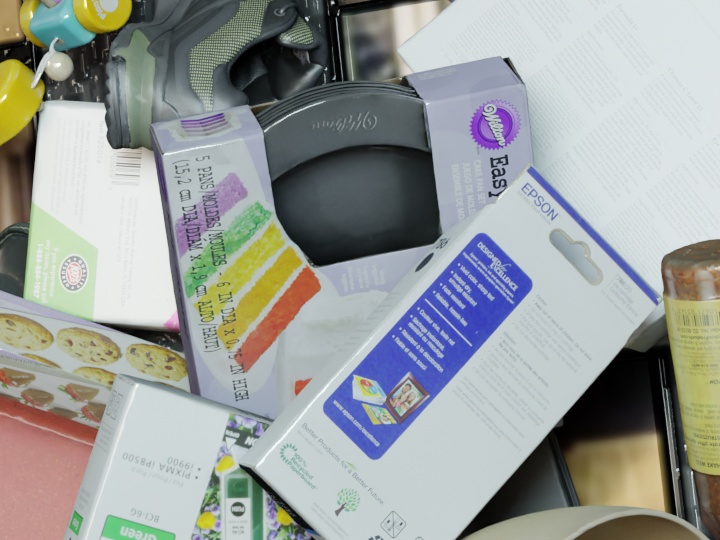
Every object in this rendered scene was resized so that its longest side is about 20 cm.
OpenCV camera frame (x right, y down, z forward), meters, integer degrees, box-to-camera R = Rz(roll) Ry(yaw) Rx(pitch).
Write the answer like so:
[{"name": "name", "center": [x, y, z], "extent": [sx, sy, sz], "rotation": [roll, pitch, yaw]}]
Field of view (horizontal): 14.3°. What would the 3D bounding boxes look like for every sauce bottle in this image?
[{"name": "sauce bottle", "center": [0.189, 0.085, 1.405], "extent": [0.066, 0.066, 0.200], "rotation": [-4, 102, 17]}]

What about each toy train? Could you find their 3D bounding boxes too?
[{"name": "toy train", "center": [-0.195, -0.126, 1.526], "extent": [0.056, 0.150, 0.200], "rotation": [38, 104, -27]}]

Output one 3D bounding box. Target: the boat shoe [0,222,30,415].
[{"name": "boat shoe", "center": [-0.204, 0.068, 1.553], "extent": [0.072, 0.068, 0.200], "rotation": [17, 86, 20]}]

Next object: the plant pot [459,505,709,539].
[{"name": "plant pot", "center": [0.075, 0.204, 1.385], "extent": [0.134, 0.200, 0.201], "rotation": [9, 87, 46]}]

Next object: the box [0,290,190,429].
[{"name": "box", "center": [-0.110, 0.064, 1.487], "extent": [0.200, 0.039, 0.041], "rotation": [20, 48, -7]}]

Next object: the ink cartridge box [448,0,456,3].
[{"name": "ink cartridge box", "center": [0.101, -0.218, 1.453], "extent": [0.200, 0.119, 0.042], "rotation": [-43, 71, 9]}]

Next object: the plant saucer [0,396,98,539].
[{"name": "plant saucer", "center": [-0.144, 0.161, 1.478], "extent": [0.199, 0.037, 0.200], "rotation": [19, 60, -2]}]

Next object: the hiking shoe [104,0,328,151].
[{"name": "hiking shoe", "center": [-0.060, -0.124, 1.489], "extent": [0.101, 0.076, 0.200], "rotation": [15, 49, 9]}]

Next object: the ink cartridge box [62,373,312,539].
[{"name": "ink cartridge box", "center": [-0.093, 0.161, 1.380], "extent": [0.109, 0.050, 0.200], "rotation": [18, 89, -16]}]

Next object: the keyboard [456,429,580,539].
[{"name": "keyboard", "center": [0.066, 0.176, 1.481], "extent": [0.127, 0.021, 0.200], "rotation": [-19, 79, 10]}]

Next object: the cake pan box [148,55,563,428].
[{"name": "cake pan box", "center": [0.000, 0.000, 1.418], "extent": [0.184, 0.052, 0.200], "rotation": [-11, 114, -10]}]

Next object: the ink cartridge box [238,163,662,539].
[{"name": "ink cartridge box", "center": [0.044, 0.053, 1.371], "extent": [0.099, 0.039, 0.200], "rotation": [46, 79, -11]}]

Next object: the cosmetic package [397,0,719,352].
[{"name": "cosmetic package", "center": [0.138, -0.082, 1.464], "extent": [0.151, 0.052, 0.200], "rotation": [-39, 75, 12]}]

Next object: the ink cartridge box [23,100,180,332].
[{"name": "ink cartridge box", "center": [-0.069, -0.024, 1.509], "extent": [0.200, 0.067, 0.117], "rotation": [4, 87, 9]}]
